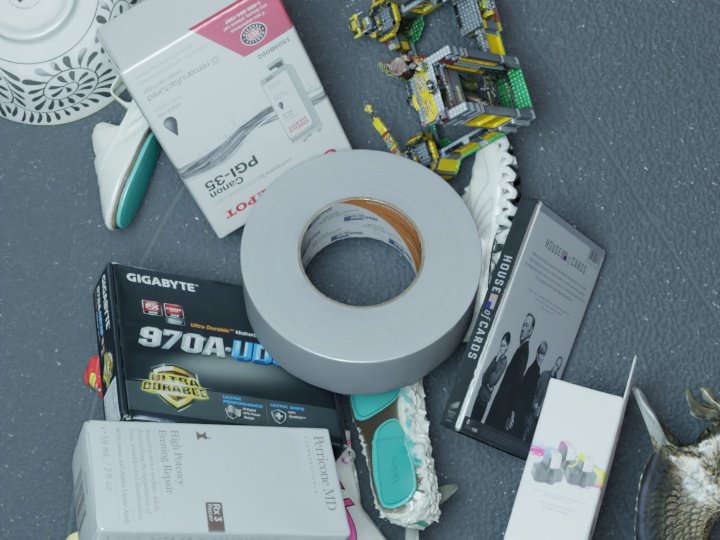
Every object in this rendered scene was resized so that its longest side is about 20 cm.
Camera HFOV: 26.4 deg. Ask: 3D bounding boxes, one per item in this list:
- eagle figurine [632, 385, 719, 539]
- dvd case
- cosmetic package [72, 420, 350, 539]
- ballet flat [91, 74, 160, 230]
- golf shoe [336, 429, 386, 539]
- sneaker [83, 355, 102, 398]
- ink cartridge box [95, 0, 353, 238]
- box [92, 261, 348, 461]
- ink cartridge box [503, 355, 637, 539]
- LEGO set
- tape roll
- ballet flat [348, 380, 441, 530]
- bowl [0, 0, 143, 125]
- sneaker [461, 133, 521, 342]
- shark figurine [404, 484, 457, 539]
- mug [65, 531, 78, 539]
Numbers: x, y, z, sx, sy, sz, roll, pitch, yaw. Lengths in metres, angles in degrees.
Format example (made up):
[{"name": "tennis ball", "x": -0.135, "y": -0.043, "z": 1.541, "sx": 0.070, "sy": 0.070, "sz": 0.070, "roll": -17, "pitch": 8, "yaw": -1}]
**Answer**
[{"name": "eagle figurine", "x": 0.278, "y": 0.203, "z": 1.284, "sx": 0.151, "sy": 0.151, "sz": 0.201, "roll": 32, "pitch": 81, "yaw": -25}, {"name": "dvd case", "x": 0.142, "y": 0.054, "z": 1.313, "sx": 0.025, "sy": 0.150, "sz": 0.201, "roll": 17, "pitch": 83, "yaw": 33}, {"name": "cosmetic package", "x": -0.116, "y": 0.176, "z": 1.182, "sx": 0.199, "sy": 0.074, "sz": 0.102, "roll": 3, "pitch": 50, "yaw": -22}, {"name": "ballet flat", "x": -0.199, "y": -0.133, "z": 1.366, "sx": 0.069, "sy": 0.069, "sz": 0.201, "roll": 23, "pitch": 78, "yaw": 2}, {"name": "golf shoe", "x": -0.031, "y": 0.183, "z": 1.332, "sx": 0.092, "sy": 0.073, "sz": 0.200, "roll": -44, "pitch": 86, "yaw": -5}, {"name": "sneaker", "x": -0.199, "y": 0.104, "z": 1.345, "sx": 0.084, "sy": 0.077, "sz": 0.202, "roll": -6, "pitch": 74, "yaw": 4}, {"name": "ink cartridge box", "x": -0.108, "y": -0.148, "z": 1.297, "sx": 0.146, "sy": 0.200, "sz": 0.083, "roll": -31, "pitch": 43, "yaw": -3}, {"name": "box", "x": -0.118, "y": 0.082, "z": 1.275, "sx": 0.199, "sy": 0.046, "sz": 0.160, "roll": 11, "pitch": 46, "yaw": -27}, {"name": "ink cartridge box", "x": 0.174, "y": 0.171, "z": 1.296, "sx": 0.067, "sy": 0.115, "sz": 0.201, "roll": 15, "pitch": 66, "yaw": 12}, {"name": "LEGO set", "x": 0.052, "y": -0.176, "z": 1.309, "sx": 0.153, "sy": 0.115, "sz": 0.202, "roll": -15, "pitch": 80, "yaw": 41}, {"name": "tape roll", "x": 0.000, "y": 0.000, "z": 1.282, "sx": 0.199, "sy": 0.066, "sz": 0.202, "roll": 1, "pitch": 62, "yaw": -2}, {"name": "ballet flat", "x": 0.032, "y": 0.137, "z": 1.328, "sx": 0.071, "sy": 0.072, "sz": 0.201, "roll": -7, "pitch": 53, "yaw": -1}, {"name": "bowl", "x": -0.287, "y": -0.235, "z": 1.358, "sx": 0.199, "sy": 0.094, "sz": 0.202, "roll": 0, "pitch": 86, "yaw": 0}, {"name": "sneaker", "x": 0.103, "y": -0.033, "z": 1.357, "sx": 0.080, "sy": 0.075, "sz": 0.202, "roll": 0, "pitch": 84, "yaw": 10}, {"name": "shark figurine", "x": 0.067, "y": 0.293, "z": 1.325, "sx": 0.128, "sy": 0.089, "sz": 0.215, "roll": -39, "pitch": 95, "yaw": -37}, {"name": "mug", "x": -0.149, "y": 0.231, "z": 1.276, "sx": 0.185, "sy": 0.154, "sz": 0.150, "roll": 22, "pitch": 46, "yaw": -6}]
